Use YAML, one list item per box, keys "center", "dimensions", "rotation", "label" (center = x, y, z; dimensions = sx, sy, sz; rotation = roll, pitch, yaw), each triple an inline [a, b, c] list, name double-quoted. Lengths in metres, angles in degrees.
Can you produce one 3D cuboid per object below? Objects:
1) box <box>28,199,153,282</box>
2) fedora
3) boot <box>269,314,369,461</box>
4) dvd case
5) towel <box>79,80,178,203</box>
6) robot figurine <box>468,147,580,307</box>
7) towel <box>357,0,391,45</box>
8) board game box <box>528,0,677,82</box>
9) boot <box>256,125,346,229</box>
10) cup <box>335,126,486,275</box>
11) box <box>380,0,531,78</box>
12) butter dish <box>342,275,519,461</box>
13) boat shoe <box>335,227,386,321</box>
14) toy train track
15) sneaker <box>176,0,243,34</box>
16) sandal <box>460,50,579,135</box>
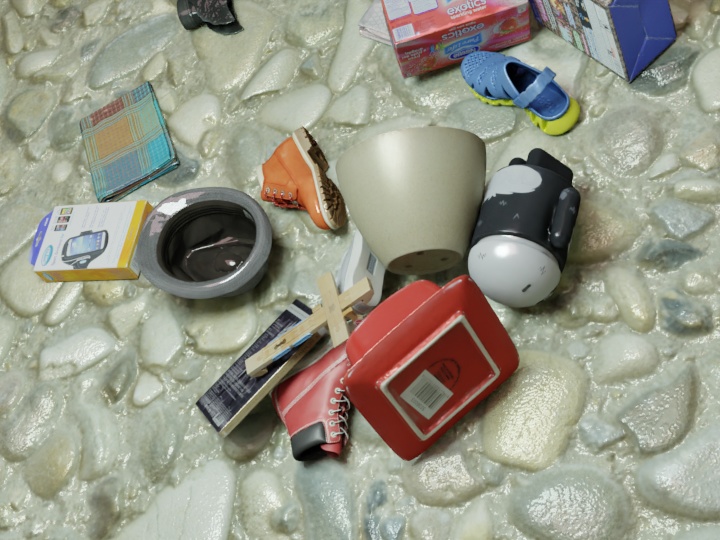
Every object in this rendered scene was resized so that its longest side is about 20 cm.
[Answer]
- center: [-0.416, -0.044, 1.936]
  dimensions: [0.198, 0.042, 0.120]
  rotation: [-3, 59, 27]
  label: "box"
- center: [-0.209, -0.025, 1.792]
  dimensions: [0.198, 0.090, 0.179]
  rotation: [-1, 61, 17]
  label: "fedora"
- center: [-0.015, 0.155, 1.604]
  dimensions: [0.199, 0.072, 0.145]
  rotation: [-35, 52, 12]
  label: "boot"
- center: [-0.129, 0.126, 1.660]
  dimensions: [0.200, 0.016, 0.149]
  rotation: [-47, 20, -7]
  label: "dvd case"
- center: [-0.379, -0.207, 2.032]
  dimensions: [0.146, 0.022, 0.201]
  rotation: [-28, 52, 6]
  label: "towel"
- center: [0.209, -0.051, 1.594]
  dimensions: [0.123, 0.151, 0.202]
  rotation: [13, 64, 12]
  label: "robot figurine"
- center: [0.114, -0.422, 1.929]
  dimensions: [0.190, 0.032, 0.201]
  rotation: [22, 72, 34]
  label: "towel"
- center: [0.319, -0.382, 1.725]
  dimensions: [0.097, 0.160, 0.200]
  rotation: [-41, 52, -6]
  label: "board game box"
- center: [-0.088, -0.111, 1.808]
  dimensions: [0.107, 0.075, 0.201]
  rotation: [-32, 43, 7]
  label: "boot"
- center: [0.073, -0.078, 1.618]
  dimensions: [0.198, 0.200, 0.145]
  rotation: [-12, 71, 18]
  label: "cup"
- center: [0.136, -0.368, 1.810]
  dimensions: [0.198, 0.095, 0.104]
  rotation: [-18, 65, 3]
  label: "box"
- center: [0.063, 0.093, 1.530]
  dimensions: [0.199, 0.200, 0.148]
  rotation: [-41, 44, -4]
  label: "butter dish"
- center: [0.000, 0.000, 1.672]
  dimensions: [0.068, 0.072, 0.201]
  rotation: [-34, 27, 30]
  label: "boat shoe"
- center: [-0.059, 0.077, 1.579]
  dimensions: [0.199, 0.032, 0.115]
  rotation: [-34, 44, 18]
  label: "toy train track"
- center: [-0.256, -0.474, 2.121]
  dimensions: [0.103, 0.060, 0.202]
  rotation: [-17, 60, 16]
  label: "sneaker"
- center: [0.216, -0.265, 1.748]
  dimensions: [0.199, 0.087, 0.080]
  rotation: [30, 77, 38]
  label: "sandal"
